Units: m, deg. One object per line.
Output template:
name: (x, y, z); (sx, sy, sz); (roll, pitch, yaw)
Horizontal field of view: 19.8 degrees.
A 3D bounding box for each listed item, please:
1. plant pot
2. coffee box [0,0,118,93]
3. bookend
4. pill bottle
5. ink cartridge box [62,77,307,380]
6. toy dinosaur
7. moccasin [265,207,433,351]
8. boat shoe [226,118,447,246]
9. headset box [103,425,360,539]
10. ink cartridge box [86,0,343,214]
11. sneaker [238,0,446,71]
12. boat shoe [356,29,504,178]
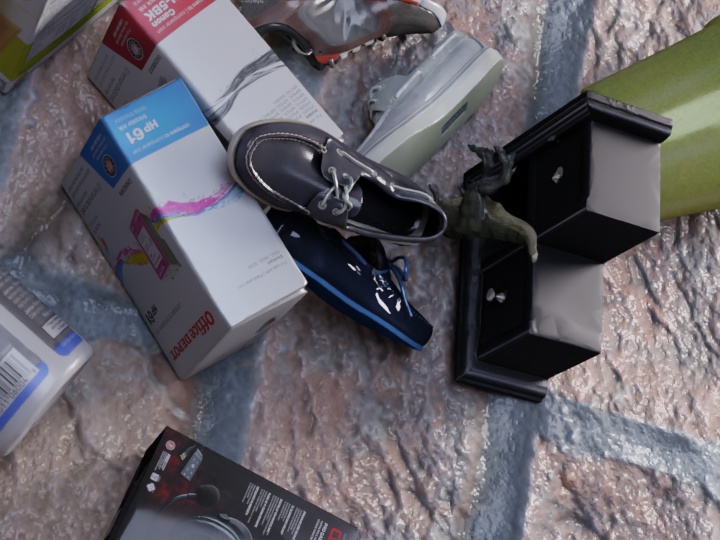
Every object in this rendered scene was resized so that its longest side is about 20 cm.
plant pot: (0.299, -0.129, 1.872); (0.183, 0.201, 0.202); (-18, 77, -14)
coffee box: (-0.272, -0.313, 1.699); (0.200, 0.198, 0.200); (46, 61, 1)
bookend: (0.170, -0.015, 1.752); (0.091, 0.198, 0.202); (15, 66, -25)
pill bottle: (-0.316, 0.039, 1.595); (0.200, 0.114, 0.114); (42, 61, -2)
ink cartridge box: (-0.144, -0.030, 1.670); (0.084, 0.145, 0.201); (-30, 83, -28)
toy dinosaur: (0.103, -0.062, 1.757); (0.047, 0.199, 0.089); (17, 89, -35)
moccasin: (0.000, 0.000, 1.714); (0.200, 0.080, 0.069); (38, 76, -41)
boat shoe: (-0.014, -0.068, 1.633); (0.199, 0.063, 0.073); (22, 88, -35)
headset box: (-0.104, 0.240, 1.621); (0.199, 0.077, 0.150); (29, 62, -7)
ink cartridge box: (-0.124, -0.138, 1.719); (0.083, 0.147, 0.200); (-39, 86, -27)
sneaker: (-0.020, -0.219, 1.848); (0.198, 0.077, 0.083); (4, 95, -19)
boat shoe: (0.044, -0.143, 1.840); (0.071, 0.070, 0.201); (37, 61, 18)
